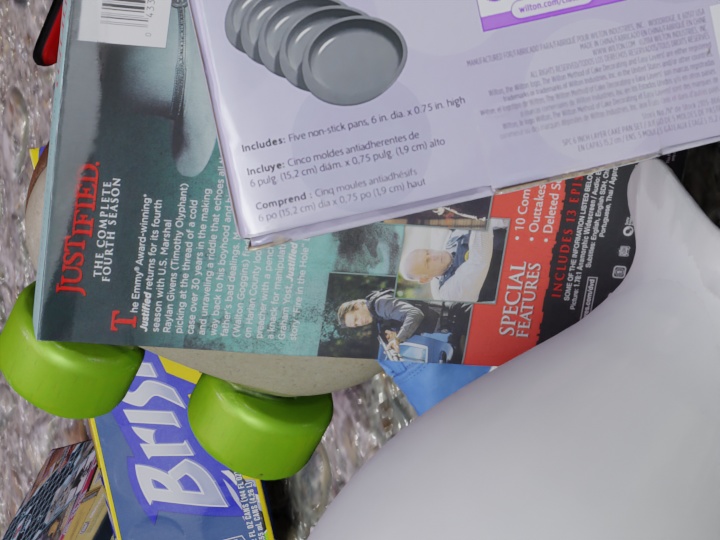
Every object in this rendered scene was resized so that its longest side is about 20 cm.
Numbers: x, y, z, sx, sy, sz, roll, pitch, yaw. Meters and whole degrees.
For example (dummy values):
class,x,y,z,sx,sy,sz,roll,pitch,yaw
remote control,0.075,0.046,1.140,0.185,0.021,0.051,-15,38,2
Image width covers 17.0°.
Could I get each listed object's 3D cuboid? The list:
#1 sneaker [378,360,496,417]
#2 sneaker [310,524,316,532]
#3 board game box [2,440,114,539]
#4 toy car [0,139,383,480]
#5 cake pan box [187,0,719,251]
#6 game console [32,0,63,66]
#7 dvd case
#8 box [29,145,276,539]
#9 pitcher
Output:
class,x,y,z,sx,sy,sz,roll,pitch,yaw
sneaker,0.000,-0.001,0.824,0.077,0.111,0.201,-99,4,-49
sneaker,0.007,0.175,0.944,0.200,0.080,0.147,114,146,-50
board game box,-0.155,0.171,1.131,0.135,0.035,0.201,-18,41,60
toy car,-0.051,-0.051,0.957,0.200,0.157,0.165,-94,28,-53
cake pan box,0.043,-0.117,0.666,0.052,0.199,0.185,-97,-7,-83
game console,-0.078,-0.207,0.941,0.200,0.118,0.173,-55,51,51
dvd case,0.005,-0.040,0.741,0.022,0.199,0.147,-115,30,-63
box,-0.091,0.040,1.062,0.064,0.070,0.201,98,159,-80
pitcher,0.080,0.082,0.674,0.171,0.200,0.121,27,161,47
